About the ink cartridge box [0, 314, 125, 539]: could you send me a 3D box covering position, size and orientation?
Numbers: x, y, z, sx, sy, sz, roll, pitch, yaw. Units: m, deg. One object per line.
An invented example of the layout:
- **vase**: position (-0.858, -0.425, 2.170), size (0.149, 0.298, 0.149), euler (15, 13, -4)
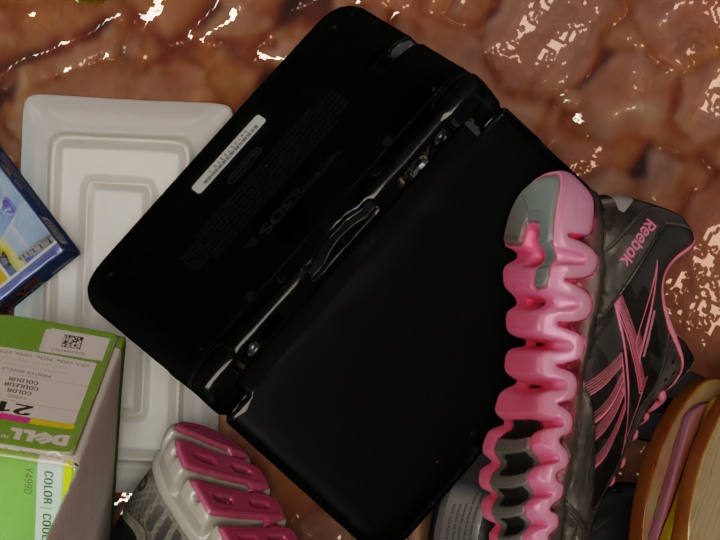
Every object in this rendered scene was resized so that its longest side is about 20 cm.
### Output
- **ink cartridge box**: position (-0.169, 0.137, 1.290), size (0.076, 0.200, 0.148), euler (10, 126, 4)

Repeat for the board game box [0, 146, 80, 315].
- **board game box**: position (-0.252, -0.046, 1.378), size (0.135, 0.034, 0.200), euler (-38, 82, 6)

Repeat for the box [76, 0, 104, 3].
- **box**: position (-0.182, -0.223, 1.361), size (0.200, 0.064, 0.070), euler (43, 96, 1)

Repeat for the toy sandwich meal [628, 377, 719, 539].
- **toy sandwich meal**: position (0.229, 0.118, 1.316), size (0.205, 0.070, 0.205), euler (1, 84, -14)

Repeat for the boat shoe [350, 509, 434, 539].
- **boat shoe**: position (0.017, 0.186, 1.369), size (0.068, 0.072, 0.200), euler (4, 82, 4)

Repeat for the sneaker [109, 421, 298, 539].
- **sneaker**: position (-0.063, 0.174, 1.340), size (0.087, 0.074, 0.200), euler (-46, 58, 30)

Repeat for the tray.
- **tray**: position (-0.122, 0.014, 1.391), size (0.107, 0.022, 0.200), euler (3, 94, 4)

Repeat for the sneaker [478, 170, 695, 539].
- **sneaker**: position (0.113, 0.057, 1.288), size (0.095, 0.079, 0.200), euler (6, 93, -23)

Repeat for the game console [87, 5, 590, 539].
- **game console**: position (0.000, 0.000, 1.344), size (0.200, 0.116, 0.176), euler (-48, 45, -7)

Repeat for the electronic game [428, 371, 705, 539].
- **electronic game**: position (0.129, 0.143, 1.347), size (0.200, 0.042, 0.200), euler (1, 84, -15)
